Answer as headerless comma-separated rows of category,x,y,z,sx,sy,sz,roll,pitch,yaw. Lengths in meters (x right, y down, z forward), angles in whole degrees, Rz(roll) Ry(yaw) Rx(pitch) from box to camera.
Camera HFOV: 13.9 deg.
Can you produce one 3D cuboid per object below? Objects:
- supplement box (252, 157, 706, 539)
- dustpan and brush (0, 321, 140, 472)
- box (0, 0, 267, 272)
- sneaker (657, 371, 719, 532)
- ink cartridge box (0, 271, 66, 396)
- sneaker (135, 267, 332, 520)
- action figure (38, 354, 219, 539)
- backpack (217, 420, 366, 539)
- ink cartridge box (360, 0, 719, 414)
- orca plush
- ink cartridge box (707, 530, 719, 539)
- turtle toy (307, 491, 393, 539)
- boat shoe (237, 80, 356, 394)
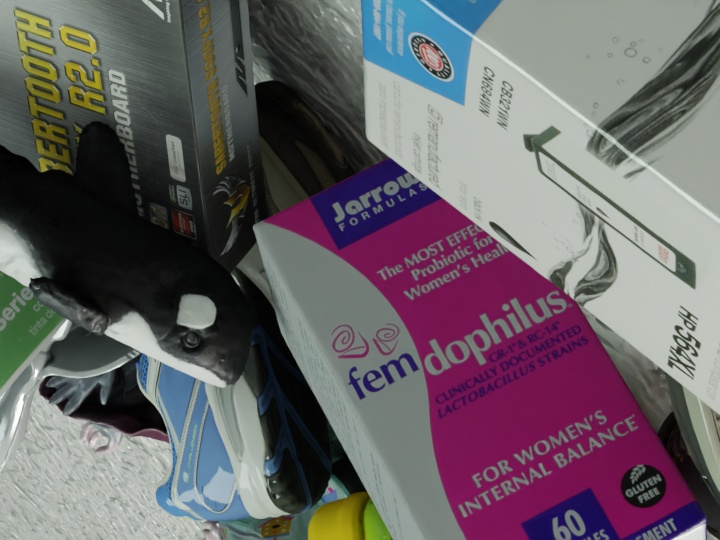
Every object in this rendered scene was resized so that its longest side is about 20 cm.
supplement box,0.047,0.059,1.174,0.201,0.101,0.104,60,172,27
dustpan and brush,-0.158,0.024,1.561,0.139,0.057,0.201,35,125,22
box,-0.121,-0.102,1.209,0.158,0.048,0.201,20,137,23
sneaker,0.138,0.059,1.126,0.106,0.075,0.200,27,159,44
ink cartridge box,-0.241,-0.013,1.394,0.200,0.088,0.145,42,153,-5
sneaker,-0.071,0.019,1.352,0.077,0.201,0.076,-18,157,27
action figure,-0.094,0.063,1.673,0.134,0.150,0.200,30,-178,25
backpack,0.018,0.147,1.490,0.176,0.153,0.200,59,176,-12
ink cartridge box,0.101,-0.039,0.941,0.200,0.084,0.146,39,164,15
orca plush,-0.123,-0.032,1.209,0.199,0.071,0.105,32,-174,17
ink cartridge box,0.194,0.193,1.427,0.161,0.050,0.200,40,148,10
turtle toy,0.078,0.137,1.314,0.145,0.102,0.200,-16,170,28
boat shoe,0.000,0.000,1.303,0.074,0.073,0.201,-15,115,53
